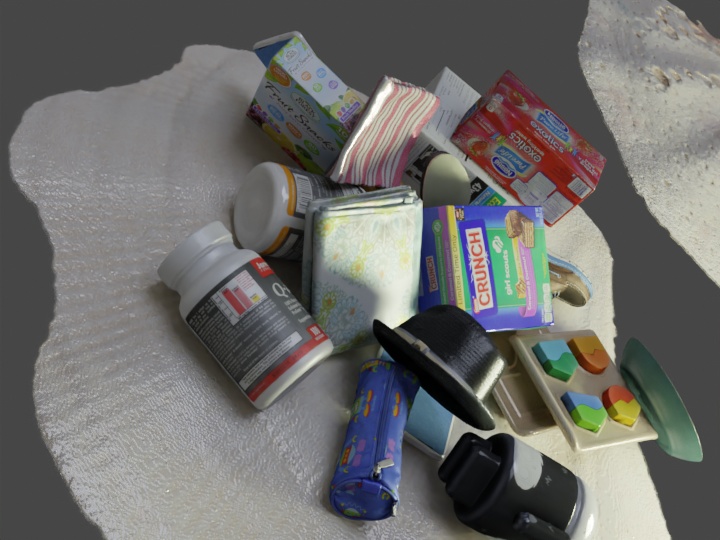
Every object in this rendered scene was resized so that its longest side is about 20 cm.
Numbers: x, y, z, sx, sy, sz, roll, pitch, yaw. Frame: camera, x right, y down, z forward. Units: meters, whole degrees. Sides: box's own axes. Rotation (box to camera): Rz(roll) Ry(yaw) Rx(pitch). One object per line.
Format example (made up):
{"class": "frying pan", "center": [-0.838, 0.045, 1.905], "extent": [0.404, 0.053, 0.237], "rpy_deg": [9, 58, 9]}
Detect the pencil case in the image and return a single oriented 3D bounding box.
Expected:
{"class": "pencil case", "center": [0.019, 0.193, 1.407], "extent": [0.078, 0.087, 0.201], "rpy_deg": [21, 46, -8]}

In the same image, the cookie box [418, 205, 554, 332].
{"class": "cookie box", "center": [0.166, -0.001, 1.636], "extent": [0.199, 0.075, 0.172], "rpy_deg": [-3, 86, -43]}

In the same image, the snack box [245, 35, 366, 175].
{"class": "snack box", "center": [-0.072, -0.209, 1.610], "extent": [0.142, 0.200, 0.053], "rpy_deg": [43, 70, -2]}

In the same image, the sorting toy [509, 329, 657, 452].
{"class": "sorting toy", "center": [0.315, 0.159, 1.683], "extent": [0.199, 0.036, 0.186], "rpy_deg": [1, 51, -43]}

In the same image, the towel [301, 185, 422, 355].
{"class": "towel", "center": [0.000, 0.000, 1.509], "extent": [0.171, 0.201, 0.048], "rpy_deg": [-10, 20, -38]}

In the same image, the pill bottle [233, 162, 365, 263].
{"class": "pill bottle", "center": [-0.053, -0.063, 1.558], "extent": [0.199, 0.116, 0.117], "rpy_deg": [13, 48, -35]}

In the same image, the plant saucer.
{"class": "plant saucer", "center": [0.426, 0.194, 1.756], "extent": [0.201, 0.036, 0.200], "rpy_deg": [62, -1, 1]}

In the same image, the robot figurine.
{"class": "robot figurine", "center": [0.192, 0.278, 1.471], "extent": [0.199, 0.125, 0.151], "rpy_deg": [32, 47, -16]}

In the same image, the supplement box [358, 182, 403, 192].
{"class": "supplement box", "center": [0.048, -0.057, 1.685], "extent": [0.069, 0.067, 0.200], "rpy_deg": [-16, 67, -48]}

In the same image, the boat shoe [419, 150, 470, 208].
{"class": "boat shoe", "center": [0.121, -0.090, 1.707], "extent": [0.063, 0.071, 0.201], "rpy_deg": [-111, -177, -50]}

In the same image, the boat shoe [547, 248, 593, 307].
{"class": "boat shoe", "center": [0.270, 0.010, 1.831], "extent": [0.200, 0.072, 0.073], "rpy_deg": [33, 60, -25]}

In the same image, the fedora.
{"class": "fedora", "center": [0.109, 0.102, 1.466], "extent": [0.201, 0.201, 0.092], "rpy_deg": [45, 81, 0]}

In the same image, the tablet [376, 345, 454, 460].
{"class": "tablet", "center": [0.074, 0.143, 1.571], "extent": [0.130, 0.014, 0.200], "rpy_deg": [36, 38, -11]}

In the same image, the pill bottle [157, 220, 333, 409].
{"class": "pill bottle", "center": [-0.134, 0.049, 1.384], "extent": [0.200, 0.116, 0.116], "rpy_deg": [50, 38, 5]}

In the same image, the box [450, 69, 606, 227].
{"class": "box", "center": [0.241, -0.174, 1.735], "extent": [0.200, 0.100, 0.096], "rpy_deg": [40, 39, -7]}

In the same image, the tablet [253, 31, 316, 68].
{"class": "tablet", "center": [-0.057, -0.235, 1.648], "extent": [0.014, 0.130, 0.200], "rpy_deg": [-47, 114, -22]}

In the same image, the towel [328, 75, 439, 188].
{"class": "towel", "center": [0.036, -0.173, 1.568], "extent": [0.030, 0.147, 0.200], "rpy_deg": [31, 12, 18]}

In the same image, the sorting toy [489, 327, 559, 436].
{"class": "sorting toy", "center": [0.228, 0.141, 1.700], "extent": [0.185, 0.037, 0.201], "rpy_deg": [-6, 56, -45]}

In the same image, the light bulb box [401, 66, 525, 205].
{"class": "light bulb box", "center": [0.148, -0.164, 1.822], "extent": [0.200, 0.125, 0.199], "rpy_deg": [38, 38, -11]}
